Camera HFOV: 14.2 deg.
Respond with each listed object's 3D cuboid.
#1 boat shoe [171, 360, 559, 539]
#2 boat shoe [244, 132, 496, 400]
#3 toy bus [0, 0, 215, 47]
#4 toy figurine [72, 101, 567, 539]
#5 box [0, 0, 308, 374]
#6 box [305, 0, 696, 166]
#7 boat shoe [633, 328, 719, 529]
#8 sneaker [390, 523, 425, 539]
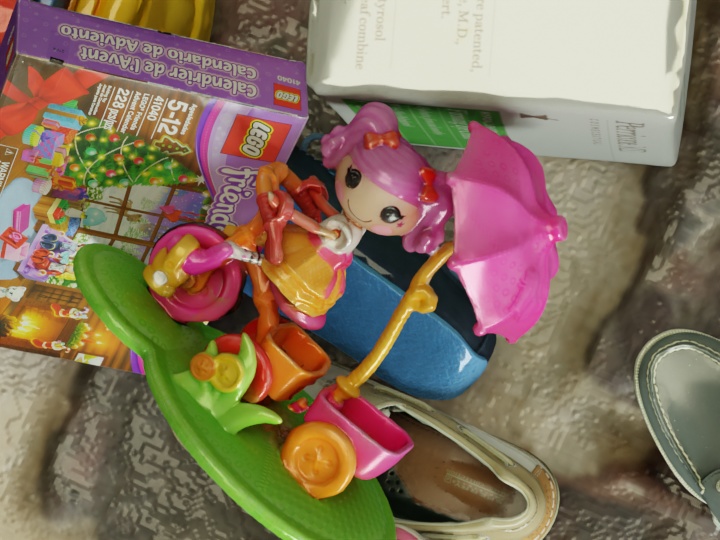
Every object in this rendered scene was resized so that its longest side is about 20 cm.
[{"bbox_3d":[0.000,0.085,1.414,0.200,0.068,0.075,14,85,8],"label":"boat shoe"},{"bbox_3d":[-0.020,-0.012,1.429,0.200,0.069,0.084,44,123,-3],"label":"boat shoe"},{"bbox_3d":[-0.189,-0.129,1.399,0.200,0.192,0.136,19,88,9],"label":"toy bus"},{"bbox_3d":[0.000,0.000,1.290,0.200,0.150,0.184,46,107,7],"label":"toy figurine"},{"bbox_3d":[-0.120,-0.033,1.352,0.137,0.200,0.039,11,47,-16],"label":"box"},{"bbox_3d":[0.076,-0.160,1.368,0.171,0.199,0.200,4,86,6],"label":"box"},{"bbox_3d":[0.205,0.108,1.392,0.073,0.062,0.200,-37,81,1],"label":"boat shoe"},{"bbox_3d":[-0.010,0.203,1.401,0.200,0.087,0.074,-50,55,20],"label":"sneaker"}]
